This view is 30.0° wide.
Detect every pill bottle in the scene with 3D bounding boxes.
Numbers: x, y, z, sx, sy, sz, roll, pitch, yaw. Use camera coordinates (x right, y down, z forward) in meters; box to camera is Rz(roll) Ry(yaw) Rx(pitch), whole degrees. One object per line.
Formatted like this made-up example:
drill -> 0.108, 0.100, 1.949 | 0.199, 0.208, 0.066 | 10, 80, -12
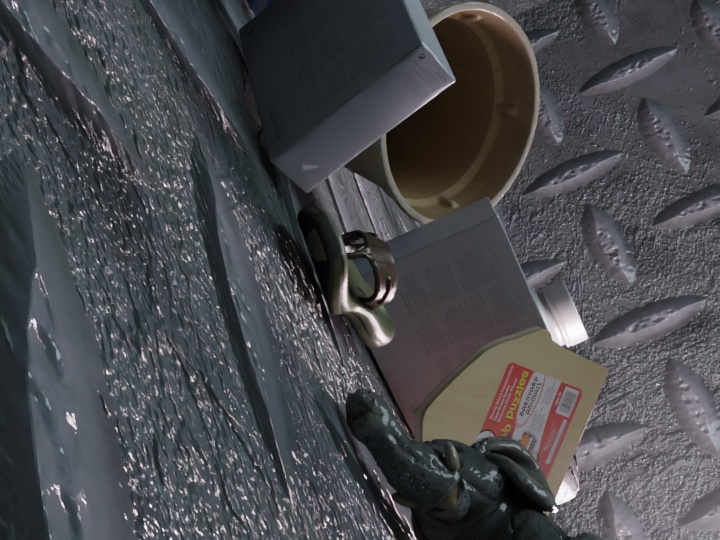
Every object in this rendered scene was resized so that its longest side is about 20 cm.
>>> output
pill bottle -> 0.224, 0.095, 1.980 | 0.114, 0.200, 0.114 | -23, 90, -84

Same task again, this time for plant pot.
plant pot -> 0.030, -0.157, 1.237 | 0.183, 0.200, 0.201 | 21, -31, 44

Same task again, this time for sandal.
sandal -> 0.000, -0.001, 1.034 | 0.201, 0.057, 0.080 | 52, 16, -67

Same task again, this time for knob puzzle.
knob puzzle -> 0.112, 0.138, 1.146 | 0.030, 0.220, 0.220 | 23, -31, 48

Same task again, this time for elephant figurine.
elephant figurine -> 0.085, 0.173, 0.942 | 0.200, 0.141, 0.155 | 52, -30, 27

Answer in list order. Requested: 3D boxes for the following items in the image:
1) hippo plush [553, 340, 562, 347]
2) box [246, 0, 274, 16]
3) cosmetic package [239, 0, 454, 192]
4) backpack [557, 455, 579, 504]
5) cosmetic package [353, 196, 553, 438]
hippo plush -> 0.111, 0.064, 1.338 | 0.200, 0.159, 0.161 | -93, 159, -71
box -> -0.087, -0.351, 1.339 | 0.200, 0.122, 0.048 | 64, 32, -23
cosmetic package -> -0.018, -0.178, 1.100 | 0.052, 0.151, 0.200 | 43, 20, -38
backpack -> 0.191, 0.216, 1.631 | 0.200, 0.154, 0.163 | 26, 33, -46
cosmetic package -> 0.085, 0.054, 1.196 | 0.052, 0.151, 0.200 | -106, 171, -65
